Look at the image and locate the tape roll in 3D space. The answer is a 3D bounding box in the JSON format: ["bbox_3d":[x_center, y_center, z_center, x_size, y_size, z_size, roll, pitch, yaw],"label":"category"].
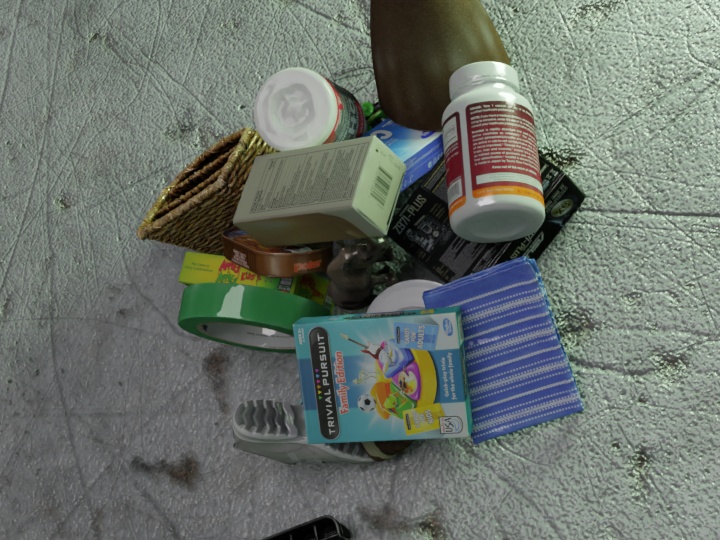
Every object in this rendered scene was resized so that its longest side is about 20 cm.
[{"bbox_3d":[-0.141,0.066,1.542,0.200,0.200,0.048,-1,72,30],"label":"tape roll"}]

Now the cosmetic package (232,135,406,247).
[{"bbox_3d":[-0.052,-0.093,1.413,0.200,0.071,0.105,-3,60,41],"label":"cosmetic package"}]

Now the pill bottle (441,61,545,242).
[{"bbox_3d":[0.156,-0.143,1.389,0.113,0.113,0.200,-13,66,26],"label":"pill bottle"}]

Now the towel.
[{"bbox_3d":[0.170,0.096,1.386,0.145,0.024,0.200,-19,93,12],"label":"towel"}]

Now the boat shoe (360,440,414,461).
[{"bbox_3d":[0.006,0.139,1.458,0.075,0.075,0.202,-30,95,37],"label":"boat shoe"}]

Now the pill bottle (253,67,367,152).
[{"bbox_3d":[-0.057,-0.199,1.543,0.111,0.200,0.111,0,89,17],"label":"pill bottle"}]

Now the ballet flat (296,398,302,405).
[{"bbox_3d":[-0.036,0.160,1.536,0.072,0.068,0.200,30,89,15],"label":"ballet flat"}]

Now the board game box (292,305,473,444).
[{"bbox_3d":[0.027,0.127,1.392,0.200,0.047,0.151,-5,98,14],"label":"board game box"}]

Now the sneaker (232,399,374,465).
[{"bbox_3d":[-0.070,0.213,1.491,0.082,0.200,0.075,115,165,-50],"label":"sneaker"}]

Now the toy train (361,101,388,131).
[{"bbox_3d":[-0.035,-0.162,1.659,0.200,0.042,0.056,-41,67,12],"label":"toy train"}]

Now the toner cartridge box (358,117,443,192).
[{"bbox_3d":[0.039,-0.151,1.531,0.095,0.043,0.200,18,39,31],"label":"toner cartridge box"}]

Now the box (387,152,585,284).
[{"bbox_3d":[0.157,-0.072,1.483,0.164,0.086,0.200,40,95,34],"label":"box"}]

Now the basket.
[{"bbox_3d":[-0.211,-0.125,1.658,0.200,0.149,0.143,-27,60,39],"label":"basket"}]

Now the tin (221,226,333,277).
[{"bbox_3d":[-0.111,-0.028,1.547,0.200,0.112,0.042,23,122,59],"label":"tin"}]

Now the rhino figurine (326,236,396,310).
[{"bbox_3d":[0.000,0.000,1.474,0.087,0.200,0.060,-7,69,-4],"label":"rhino figurine"}]

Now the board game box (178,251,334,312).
[{"bbox_3d":[-0.144,0.019,1.620,0.200,0.102,0.048,7,78,32],"label":"board game box"}]

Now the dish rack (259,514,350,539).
[{"bbox_3d":[-0.062,0.426,1.457,0.153,0.055,0.200,-26,62,22],"label":"dish rack"}]

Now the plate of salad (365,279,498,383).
[{"bbox_3d":[0.088,0.107,1.464,0.200,0.048,0.200,9,108,31],"label":"plate of salad"}]

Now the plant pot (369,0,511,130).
[{"bbox_3d":[0.088,-0.319,1.511,0.187,0.200,0.187,-10,50,12],"label":"plant pot"}]
